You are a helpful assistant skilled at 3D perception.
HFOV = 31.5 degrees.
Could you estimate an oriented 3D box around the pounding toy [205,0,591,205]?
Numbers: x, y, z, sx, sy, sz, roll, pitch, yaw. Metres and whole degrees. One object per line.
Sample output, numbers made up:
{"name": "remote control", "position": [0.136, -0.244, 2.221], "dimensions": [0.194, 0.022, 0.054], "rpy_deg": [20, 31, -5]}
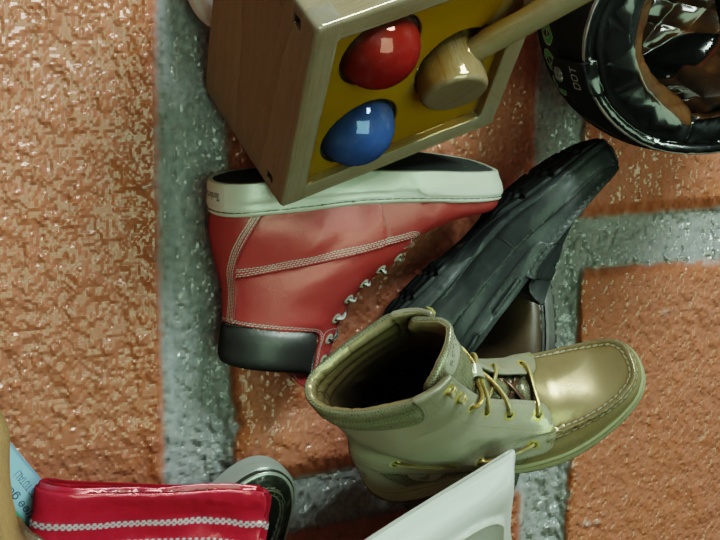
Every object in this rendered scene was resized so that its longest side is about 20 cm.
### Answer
{"name": "pounding toy", "position": [0.037, -0.143, 0.727], "dimensions": [0.200, 0.142, 0.184], "rpy_deg": [-23, 155, -23]}

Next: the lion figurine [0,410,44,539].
{"name": "lion figurine", "position": [-0.213, 0.130, 0.689], "dimensions": [0.122, 0.072, 0.201], "rpy_deg": [-10, 95, -31]}

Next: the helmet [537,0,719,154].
{"name": "helmet", "position": [0.217, -0.175, 0.843], "dimensions": [0.199, 0.191, 0.200], "rpy_deg": [2, 116, 4]}

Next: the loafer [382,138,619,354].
{"name": "loafer", "position": [0.102, -0.007, 0.860], "dimensions": [0.201, 0.068, 0.070], "rpy_deg": [-44, 100, -3]}

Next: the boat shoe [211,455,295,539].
{"name": "boat shoe", "position": [-0.093, 0.219, 0.829], "dimensions": [0.071, 0.064, 0.200], "rpy_deg": [29, 86, -30]}

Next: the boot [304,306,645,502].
{"name": "boot", "position": [0.076, 0.070, 0.787], "dimensions": [0.200, 0.072, 0.155], "rpy_deg": [-20, 147, 5]}

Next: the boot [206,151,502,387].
{"name": "boot", "position": [0.000, 0.000, 0.833], "dimensions": [0.200, 0.072, 0.145], "rpy_deg": [-9, 107, -21]}

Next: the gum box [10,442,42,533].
{"name": "gum box", "position": [-0.252, 0.206, 0.749], "dimensions": [0.200, 0.045, 0.170], "rpy_deg": [-39, 116, -16]}

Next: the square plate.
{"name": "square plate", "position": [0.026, 0.215, 0.841], "dimensions": [0.198, 0.028, 0.200], "rpy_deg": [-30, 151, -12]}

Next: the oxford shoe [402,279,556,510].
{"name": "oxford shoe", "position": [0.080, 0.084, 0.894], "dimensions": [0.084, 0.073, 0.200], "rpy_deg": [18, 90, -23]}

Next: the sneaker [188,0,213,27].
{"name": "sneaker", "position": [-0.032, -0.230, 0.741], "dimensions": [0.076, 0.105, 0.200], "rpy_deg": [27, 87, -30]}

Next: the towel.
{"name": "towel", "position": [-0.133, 0.221, 0.768], "dimensions": [0.144, 0.022, 0.201], "rpy_deg": [5, 99, -18]}
